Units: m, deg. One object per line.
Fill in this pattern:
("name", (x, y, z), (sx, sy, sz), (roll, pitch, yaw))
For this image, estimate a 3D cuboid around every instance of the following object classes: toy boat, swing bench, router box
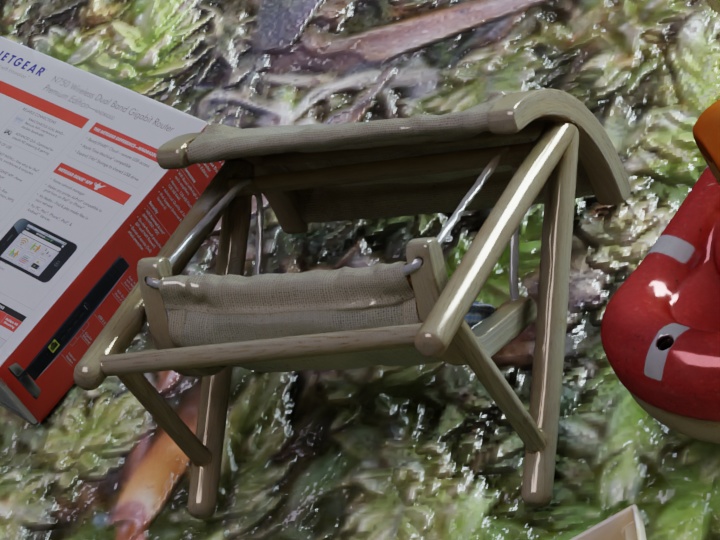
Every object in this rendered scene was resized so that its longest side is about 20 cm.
("toy boat", (0.181, -0.024, 1.199), (0.130, 0.131, 0.200), (17, 63, 42))
("swing bench", (0.000, 0.000, 1.297), (0.198, 0.130, 0.201), (-6, 49, 29))
("router box", (-0.188, -0.027, 1.503), (0.199, 0.049, 0.180), (25, 68, 44))

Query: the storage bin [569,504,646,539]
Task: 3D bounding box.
("storage bin", (0.043, 0.194, 1.048), (0.199, 0.094, 0.199), (-29, 2, 6))
